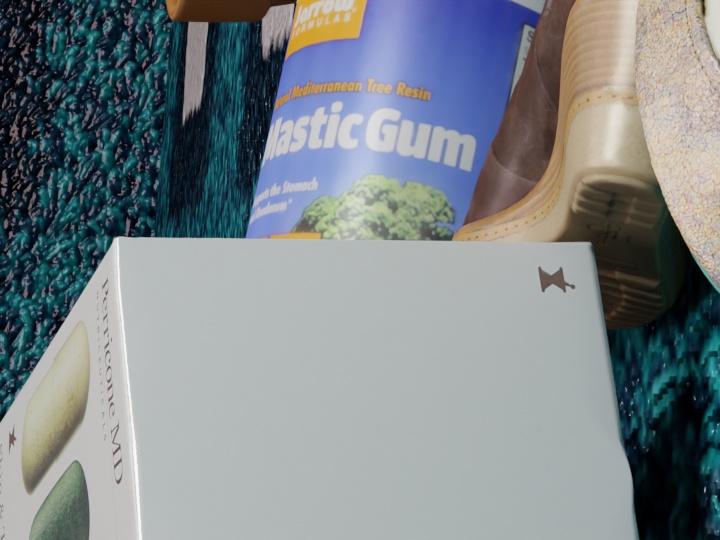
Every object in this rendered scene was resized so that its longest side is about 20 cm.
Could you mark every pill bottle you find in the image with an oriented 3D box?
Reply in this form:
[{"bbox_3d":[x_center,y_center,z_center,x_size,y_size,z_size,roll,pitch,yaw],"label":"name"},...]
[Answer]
[{"bbox_3d":[0.024,-0.055,1.036,0.112,0.112,0.201,123,159,-72],"label":"pill bottle"}]

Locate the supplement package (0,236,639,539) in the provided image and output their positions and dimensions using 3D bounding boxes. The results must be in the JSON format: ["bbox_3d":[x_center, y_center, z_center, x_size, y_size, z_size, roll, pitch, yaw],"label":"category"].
[{"bbox_3d":[-0.023,0.095,0.877,0.200,0.150,0.152,131,136,-61],"label":"supplement package"}]

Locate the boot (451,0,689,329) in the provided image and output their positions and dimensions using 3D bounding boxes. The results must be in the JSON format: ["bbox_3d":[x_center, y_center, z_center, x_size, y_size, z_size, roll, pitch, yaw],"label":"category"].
[{"bbox_3d":[0.087,-0.077,0.899,0.200,0.072,0.167,119,166,-73],"label":"boot"}]

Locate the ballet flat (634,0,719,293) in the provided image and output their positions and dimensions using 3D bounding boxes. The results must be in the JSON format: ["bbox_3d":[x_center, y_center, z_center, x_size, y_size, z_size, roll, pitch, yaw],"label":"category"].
[{"bbox_3d":[0.105,-0.083,0.718,0.067,0.068,0.201,120,153,-54],"label":"ballet flat"}]

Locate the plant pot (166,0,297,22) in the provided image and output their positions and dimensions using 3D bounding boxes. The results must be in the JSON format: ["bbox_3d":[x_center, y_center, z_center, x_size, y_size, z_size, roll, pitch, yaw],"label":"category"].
[{"bbox_3d":[-0.008,-0.204,1.268,0.200,0.140,0.201,-175,90,-82],"label":"plant pot"}]
